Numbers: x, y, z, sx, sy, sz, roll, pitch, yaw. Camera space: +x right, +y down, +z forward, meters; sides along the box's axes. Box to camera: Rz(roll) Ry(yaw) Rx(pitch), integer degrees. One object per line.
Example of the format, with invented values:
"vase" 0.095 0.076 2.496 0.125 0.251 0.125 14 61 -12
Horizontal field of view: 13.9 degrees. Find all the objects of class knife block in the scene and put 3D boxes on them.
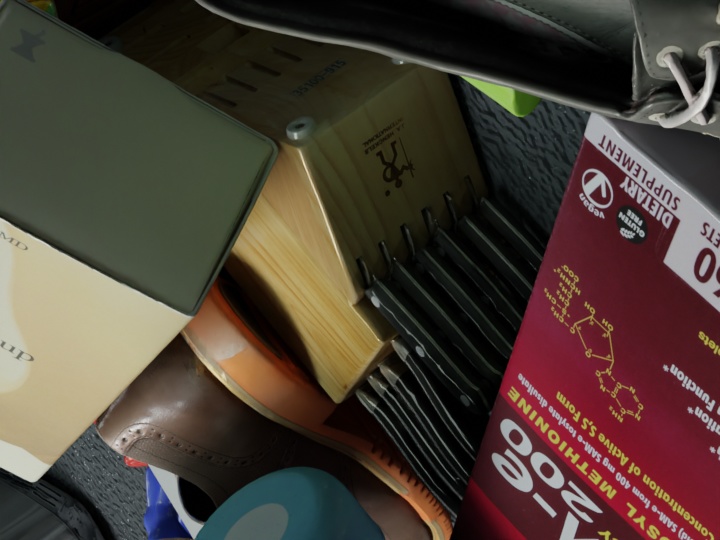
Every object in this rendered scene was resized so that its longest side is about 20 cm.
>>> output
"knife block" 0.000 0.000 1.017 0.200 0.064 0.176 25 142 48

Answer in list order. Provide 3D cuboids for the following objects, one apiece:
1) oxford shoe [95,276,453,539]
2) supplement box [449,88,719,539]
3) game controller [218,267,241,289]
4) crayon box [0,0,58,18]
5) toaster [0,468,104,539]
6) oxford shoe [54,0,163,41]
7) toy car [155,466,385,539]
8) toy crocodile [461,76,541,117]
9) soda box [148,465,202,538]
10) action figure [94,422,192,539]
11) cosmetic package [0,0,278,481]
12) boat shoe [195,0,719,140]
"oxford shoe" -0.030 0.068 1.089 0.071 0.073 0.200 52 -174 38
"supplement box" 0.098 0.044 0.851 0.109 0.061 0.200 43 143 25
"game controller" -0.109 -0.026 1.160 0.200 0.104 0.042 28 108 45
"crayon box" -0.152 -0.126 1.041 0.126 0.051 0.201 125 135 -63
"toaster" -0.208 0.178 1.563 0.200 0.129 0.114 18 137 53
"oxford shoe" -0.109 -0.110 1.070 0.075 0.070 0.200 55 156 8
"toy car" -0.040 0.138 0.984 0.184 0.177 0.200 52 -178 -31
"toy crocodile" 0.030 -0.118 0.807 0.067 0.062 0.200 41 153 29
"soda box" -0.027 0.102 1.205 0.200 0.063 0.068 60 156 -13
"action figure" -0.092 0.154 1.263 0.065 0.099 0.200 52 -171 -50
"cosmetic package" -0.114 -0.004 0.996 0.105 0.071 0.200 29 154 -8
"boat shoe" 0.049 -0.065 0.763 0.199 0.057 0.067 18 147 15
